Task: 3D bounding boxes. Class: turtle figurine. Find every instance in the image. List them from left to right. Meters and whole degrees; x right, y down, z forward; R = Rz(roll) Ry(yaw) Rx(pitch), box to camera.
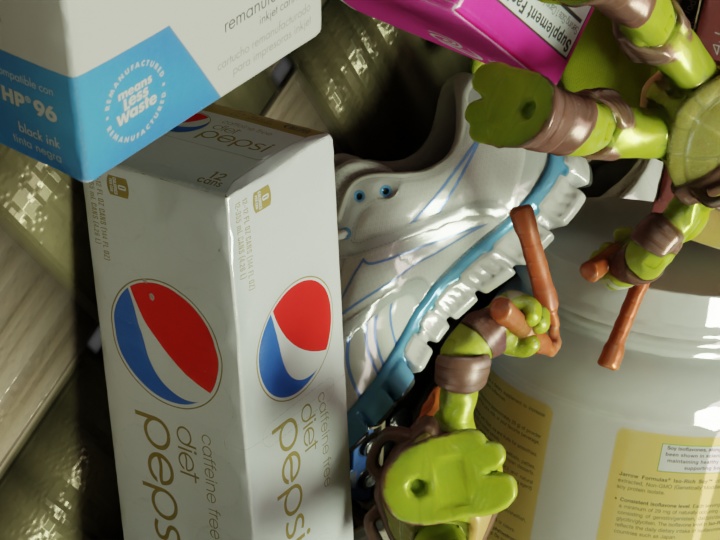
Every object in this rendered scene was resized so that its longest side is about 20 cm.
[{"bbox_3d":[0.034,0.076,0.726,0.161,0.064,0.201,-49,149,-83],"label":"turtle figurine"},{"bbox_3d":[0.114,-0.048,0.701,0.161,0.064,0.200,19,115,-40],"label":"turtle figurine"}]

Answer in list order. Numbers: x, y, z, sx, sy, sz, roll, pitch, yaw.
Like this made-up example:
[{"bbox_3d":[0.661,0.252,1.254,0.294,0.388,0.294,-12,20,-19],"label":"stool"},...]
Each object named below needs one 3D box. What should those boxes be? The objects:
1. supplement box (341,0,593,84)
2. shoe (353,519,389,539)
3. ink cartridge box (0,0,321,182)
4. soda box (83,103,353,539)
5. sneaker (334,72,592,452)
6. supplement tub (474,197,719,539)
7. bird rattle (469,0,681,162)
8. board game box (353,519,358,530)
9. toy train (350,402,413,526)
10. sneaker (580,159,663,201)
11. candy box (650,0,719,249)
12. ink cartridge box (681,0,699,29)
[{"bbox_3d":[0.055,-0.183,0.705,0.200,0.101,0.103,-63,151,0],"label":"supplement box"},{"bbox_3d":[-0.008,0.162,0.786,0.200,0.053,0.070,-40,102,-45],"label":"shoe"},{"bbox_3d":[-0.072,-0.142,0.565,0.116,0.068,0.200,-39,142,-38],"label":"ink cartridge box"},{"bbox_3d":[-0.049,0.043,0.718,0.064,0.068,0.201,-36,132,-46],"label":"soda box"},{"bbox_3d":[0.000,0.000,0.810,0.087,0.075,0.200,44,83,-21],"label":"sneaker"},{"bbox_3d":[0.118,0.082,0.870,0.145,0.145,0.201,-19,123,-52],"label":"supplement tub"},{"bbox_3d":[0.111,-0.123,0.888,0.200,0.112,0.163,-54,164,-43],"label":"bird rattle"},{"bbox_3d":[-0.057,0.180,0.796,0.200,0.035,0.136,-29,95,-46],"label":"board game box"},{"bbox_3d":[-0.005,0.132,0.926,0.046,0.034,0.201,-23,133,-33],"label":"toy train"},{"bbox_3d":[0.089,0.020,0.967,0.200,0.074,0.116,-46,126,-6],"label":"sneaker"},{"bbox_3d":[0.192,-0.091,0.863,0.200,0.056,0.117,-35,139,-57],"label":"candy box"},{"bbox_3d":[0.214,-0.081,1.069,0.165,0.075,0.200,-56,148,-17],"label":"ink cartridge box"}]
